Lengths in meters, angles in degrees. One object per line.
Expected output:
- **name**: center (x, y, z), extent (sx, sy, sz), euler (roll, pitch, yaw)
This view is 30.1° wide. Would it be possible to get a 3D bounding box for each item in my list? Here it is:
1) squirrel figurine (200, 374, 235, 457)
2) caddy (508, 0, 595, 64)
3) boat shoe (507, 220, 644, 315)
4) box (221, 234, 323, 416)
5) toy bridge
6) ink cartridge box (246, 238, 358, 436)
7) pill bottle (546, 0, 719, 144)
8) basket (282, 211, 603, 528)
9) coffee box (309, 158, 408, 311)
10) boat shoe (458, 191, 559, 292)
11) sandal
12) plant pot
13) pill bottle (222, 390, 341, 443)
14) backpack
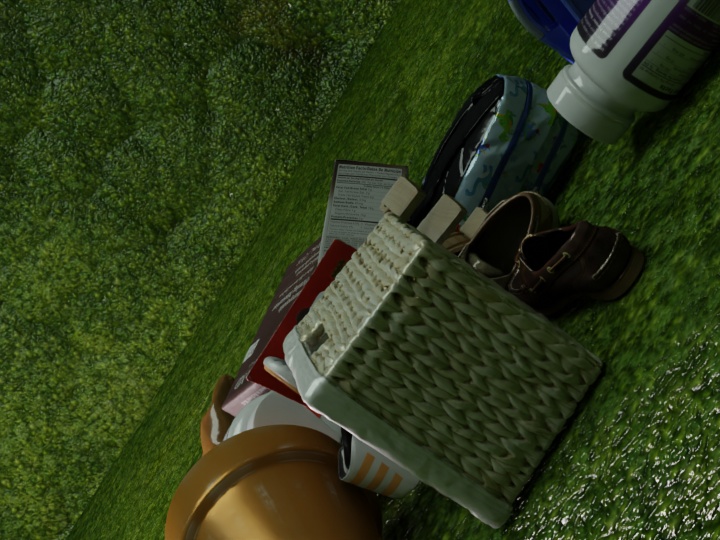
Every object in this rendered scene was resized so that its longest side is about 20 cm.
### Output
- **squirrel figurine**: center (-0.174, 0.277, 1.746), extent (0.187, 0.141, 0.200), euler (-59, 7, 34)
- **caddy**: center (0.211, -0.301, 1.442), extent (0.105, 0.200, 0.141), euler (-42, 12, -4)
- **boat shoe**: center (0.172, -0.009, 1.165), extent (0.071, 0.070, 0.200), euler (-64, 11, -16)
- **box**: center (-0.023, 0.090, 1.493), extent (0.166, 0.164, 0.200), euler (-38, 24, 59)
- **toy bridge**: center (0.070, -0.039, 1.265), extent (0.067, 0.027, 0.200), euler (-53, -26, 12)
- **ink cartridge box**: center (0.022, 0.085, 1.225), extent (0.162, 0.200, 0.050), euler (-57, 25, 11)
- **pill bottle**: center (0.259, -0.215, 1.202), extent (0.200, 0.111, 0.112), euler (-53, 13, 27)
- **basket**: center (0.061, 0.072, 1.110), extent (0.161, 0.200, 0.198), euler (-56, 12, 4)
- **coffee box**: center (0.000, 0.000, 1.344), extent (0.113, 0.080, 0.200), euler (90, -173, -52)
- **boat shoe**: center (0.116, 0.007, 1.287), extent (0.200, 0.076, 0.072), euler (-60, -25, -1)
- **sandal**: center (-0.011, 0.152, 1.184), extent (0.059, 0.206, 0.079), euler (-55, 6, 0)
- **plant pot**: center (-0.057, 0.265, 1.190), extent (0.201, 0.200, 0.183), euler (-58, 27, 5)
- **pill bottle**: center (-0.083, 0.192, 1.373), extent (0.120, 0.119, 0.200), euler (-65, 3, -27)
- **backpack**: center (0.140, -0.109, 1.417), extent (0.163, 0.153, 0.201), euler (-84, 6, -73)
